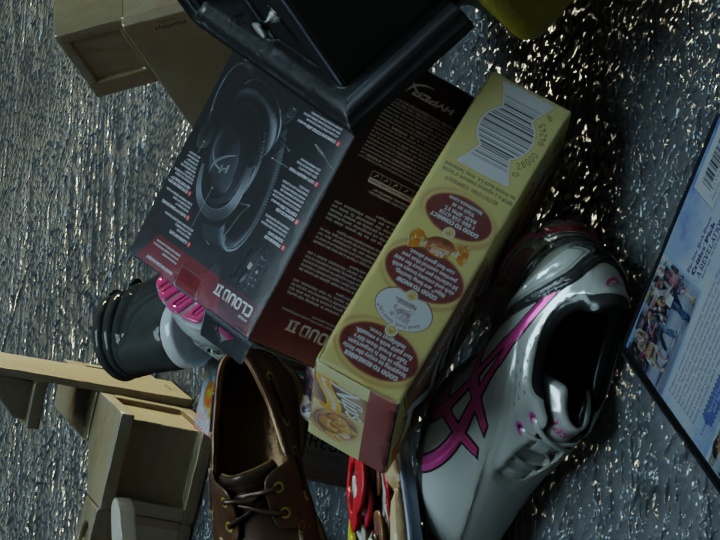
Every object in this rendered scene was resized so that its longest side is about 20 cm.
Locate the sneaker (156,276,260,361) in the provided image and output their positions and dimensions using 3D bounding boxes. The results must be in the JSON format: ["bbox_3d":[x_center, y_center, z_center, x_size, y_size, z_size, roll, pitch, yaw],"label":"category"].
[{"bbox_3d":[-0.083,0.017,1.719,0.088,0.081,0.200,62,-178,-17],"label":"sneaker"}]

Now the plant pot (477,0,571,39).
[{"bbox_3d":[0.056,-0.275,1.348,0.200,0.176,0.200,-49,61,8],"label":"plant pot"}]

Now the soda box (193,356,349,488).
[{"bbox_3d":[-0.052,0.097,1.774,0.200,0.063,0.069,-162,85,-69],"label":"soda box"}]

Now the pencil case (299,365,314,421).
[{"bbox_3d":[0.000,0.000,1.618,0.089,0.077,0.201,-29,-60,-77],"label":"pencil case"}]

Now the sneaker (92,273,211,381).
[{"bbox_3d":[-0.128,0.010,1.878,0.099,0.071,0.200,-13,25,32],"label":"sneaker"}]

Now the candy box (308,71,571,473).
[{"bbox_3d":[0.043,0.002,1.437,0.200,0.055,0.116,-58,-10,-21],"label":"candy box"}]

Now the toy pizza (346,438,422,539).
[{"bbox_3d":[0.010,0.178,1.522,0.200,0.032,0.201,177,90,-83],"label":"toy pizza"}]

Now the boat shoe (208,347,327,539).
[{"bbox_3d":[-0.065,0.143,1.617,0.068,0.072,0.201,46,-146,-64],"label":"boat shoe"}]

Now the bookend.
[{"bbox_3d":[-0.064,-0.201,1.415,0.092,0.199,0.200,-42,39,-8],"label":"bookend"}]

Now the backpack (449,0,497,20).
[{"bbox_3d":[0.044,-0.233,1.573,0.200,0.153,0.177,-32,49,46],"label":"backpack"}]

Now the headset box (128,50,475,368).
[{"bbox_3d":[-0.040,-0.044,1.511,0.149,0.077,0.201,31,96,52],"label":"headset box"}]

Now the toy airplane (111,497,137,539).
[{"bbox_3d":[-0.158,0.281,1.739,0.200,0.140,0.200,-88,-9,-65],"label":"toy airplane"}]

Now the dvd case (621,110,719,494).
[{"bbox_3d":[0.188,0.026,1.250,0.200,0.017,0.143,-119,45,-59],"label":"dvd case"}]

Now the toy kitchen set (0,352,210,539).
[{"bbox_3d":[-0.236,0.170,2.071,0.200,0.162,0.181,-151,74,-69],"label":"toy kitchen set"}]

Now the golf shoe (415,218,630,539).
[{"bbox_3d":[0.087,0.076,1.410,0.092,0.072,0.201,-120,46,-59],"label":"golf shoe"}]

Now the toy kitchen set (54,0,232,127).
[{"bbox_3d":[-0.108,-0.220,1.968,0.163,0.199,0.181,58,-157,-54],"label":"toy kitchen set"}]
